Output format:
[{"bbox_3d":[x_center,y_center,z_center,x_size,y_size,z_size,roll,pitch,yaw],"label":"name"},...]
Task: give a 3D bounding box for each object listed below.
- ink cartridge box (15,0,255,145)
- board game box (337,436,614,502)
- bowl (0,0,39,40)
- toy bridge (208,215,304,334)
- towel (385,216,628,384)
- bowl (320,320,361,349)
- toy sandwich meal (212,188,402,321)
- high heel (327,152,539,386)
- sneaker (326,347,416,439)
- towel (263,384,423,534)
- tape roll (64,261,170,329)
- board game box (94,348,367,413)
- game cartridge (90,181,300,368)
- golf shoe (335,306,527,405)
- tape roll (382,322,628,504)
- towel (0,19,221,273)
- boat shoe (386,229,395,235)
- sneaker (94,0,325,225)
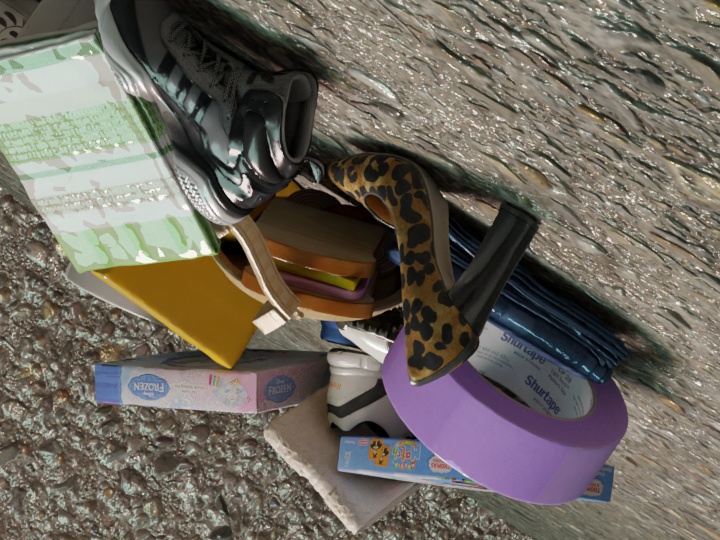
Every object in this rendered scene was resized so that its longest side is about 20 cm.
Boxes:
[{"bbox_3d":[-0.157,-0.137,1.364,0.199,0.086,0.146,33,171,0],"label":"ink cartridge box"},{"bbox_3d":[0.099,0.174,1.557,0.150,0.037,0.199,13,171,-38],"label":"board game box"},{"bbox_3d":[-0.325,-0.201,1.570,0.200,0.095,0.201,32,172,5],"label":"bowl"},{"bbox_3d":[-0.114,-0.032,1.349,0.200,0.027,0.067,44,140,-14],"label":"toy bridge"},{"bbox_3d":[0.115,0.019,1.405,0.199,0.049,0.112,32,176,-7],"label":"towel"},{"bbox_3d":[0.054,0.070,1.719,0.199,0.040,0.201,13,177,1],"label":"bowl"},{"bbox_3d":[-0.038,-0.028,1.477,0.203,0.071,0.206,11,-151,-6],"label":"toy sandwich meal"},{"bbox_3d":[0.019,-0.006,1.285,0.199,0.143,0.071,25,169,40],"label":"high heel"},{"bbox_3d":[0.053,0.127,1.659,0.198,0.081,0.074,12,175,-23],"label":"sneaker"},{"bbox_3d":[0.003,0.161,1.670,0.133,0.035,0.200,45,-145,12],"label":"towel"},{"bbox_3d":[-0.185,-0.018,1.813,0.201,0.140,0.203,22,-178,-1],"label":"tape roll"},{"bbox_3d":[-0.124,0.106,1.750,0.198,0.044,0.199,0,-178,33],"label":"board game box"},{"bbox_3d":[-0.134,-0.029,1.584,0.032,0.177,0.200,23,167,39],"label":"game cartridge"},{"bbox_3d":[0.059,0.098,1.579,0.199,0.095,0.078,25,-161,-6],"label":"golf shoe"},{"bbox_3d":[0.119,0.099,1.450,0.199,0.066,0.201,25,-154,-13],"label":"tape roll"},{"bbox_3d":[-0.199,-0.089,1.309,0.148,0.031,0.201,-4,126,32],"label":"towel"},{"bbox_3d":[0.000,0.000,1.656,0.072,0.062,0.200,32,171,0],"label":"boat shoe"},{"bbox_3d":[-0.096,-0.135,1.218,0.113,0.076,0.201,-18,108,32],"label":"sneaker"}]
